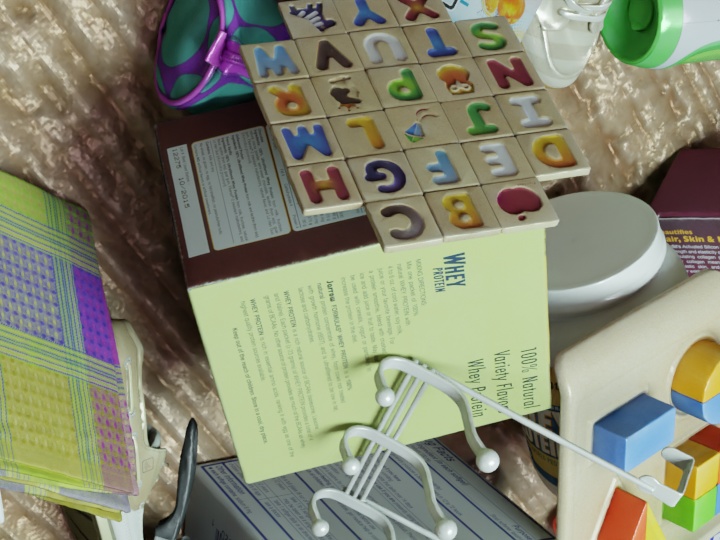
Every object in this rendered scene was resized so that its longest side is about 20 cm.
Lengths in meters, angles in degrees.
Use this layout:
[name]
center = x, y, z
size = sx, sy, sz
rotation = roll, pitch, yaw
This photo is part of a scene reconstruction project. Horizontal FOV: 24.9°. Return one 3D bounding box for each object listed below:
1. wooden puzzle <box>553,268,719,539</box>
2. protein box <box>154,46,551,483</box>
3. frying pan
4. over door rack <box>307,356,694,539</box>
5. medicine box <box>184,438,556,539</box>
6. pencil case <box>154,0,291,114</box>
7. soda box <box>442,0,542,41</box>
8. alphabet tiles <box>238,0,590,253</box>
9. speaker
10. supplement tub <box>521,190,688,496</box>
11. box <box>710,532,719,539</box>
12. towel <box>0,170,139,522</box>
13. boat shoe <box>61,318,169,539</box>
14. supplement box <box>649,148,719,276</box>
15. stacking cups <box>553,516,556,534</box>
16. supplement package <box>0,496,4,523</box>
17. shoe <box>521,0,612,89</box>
[wooden puzzle]
center = 0.201, 0.121, 1.091
size = 0.185, 0.046, 0.201
rotation = -25, 120, -38
[protein box]
center = 0.000, 0.000, 0.987
size = 0.199, 0.135, 0.199
rotation = -14, 140, -3
[frying pan]
center = -0.128, 0.201, 1.053
size = 0.031, 0.115, 0.190
rotation = 5, 126, 5
[over door rack]
center = 0.080, 0.143, 0.978
size = 0.199, 0.067, 0.148
rotation = 20, 134, -6
[medicine box]
center = 0.005, 0.203, 1.119
size = 0.199, 0.182, 0.103
rotation = -6, 114, -29
[pencil case]
center = -0.030, -0.115, 1.017
size = 0.200, 0.092, 0.085
rotation = 16, 101, -35
[soda box]
center = 0.024, -0.200, 1.031
size = 0.200, 0.064, 0.069
rotation = 24, 97, -36
[alphabet tiles]
center = 0.028, -0.090, 0.909
size = 0.166, 0.200, 0.006
rotation = -8, 140, -18
[speaker]
center = 0.270, -0.193, 1.172
size = 0.199, 0.088, 0.089
rotation = -10, 115, -28
[supplement tub]
center = 0.175, 0.058, 1.186
size = 0.144, 0.145, 0.200
rotation = -30, 123, -17
[box]
center = 0.300, 0.183, 1.295
size = 0.200, 0.070, 0.064
rotation = -26, 134, 31
[towel]
center = -0.186, 0.038, 0.927
size = 0.023, 0.201, 0.144
rotation = -23, 156, 22
[boat shoe]
center = -0.158, 0.123, 1.051
size = 0.068, 0.075, 0.200
rotation = -25, 128, -27
[supplement box]
center = 0.307, 0.007, 1.253
size = 0.086, 0.110, 0.200
rotation = -56, 133, -36
[stacking cups]
center = 0.239, 0.163, 1.276
size = 0.200, 0.061, 0.060
rotation = -39, 130, 20
[supplement package]
center = -0.320, 0.101, 0.916
size = 0.200, 0.117, 0.118
rotation = -17, 119, -26
[shoe]
center = 0.142, -0.216, 1.103
size = 0.070, 0.053, 0.201
rotation = -11, 116, -27
